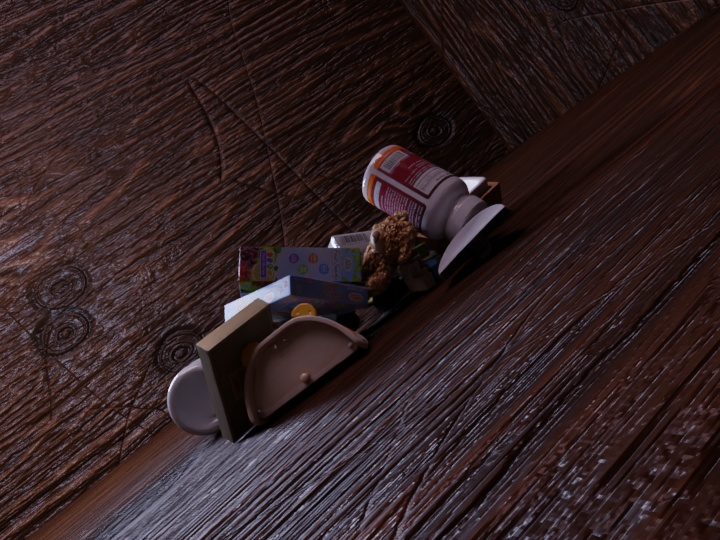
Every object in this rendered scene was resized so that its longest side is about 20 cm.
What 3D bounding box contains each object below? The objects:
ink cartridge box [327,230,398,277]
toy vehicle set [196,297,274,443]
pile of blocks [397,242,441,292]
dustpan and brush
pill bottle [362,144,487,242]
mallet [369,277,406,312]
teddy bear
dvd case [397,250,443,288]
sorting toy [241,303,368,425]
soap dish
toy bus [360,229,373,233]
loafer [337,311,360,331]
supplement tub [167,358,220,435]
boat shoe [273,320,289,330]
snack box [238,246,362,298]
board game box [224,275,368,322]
[{"bbox_3d":[0.000,0.000,1.234,0.159,0.047,0.200,-11,-32,-26],"label":"ink cartridge box"},{"bbox_3d":[-0.177,0.156,0.964,0.124,0.026,0.201,-39,-42,-38],"label":"toy vehicle set"},{"bbox_3d":[0.102,-0.019,1.084,0.082,0.062,0.200,-24,11,2],"label":"pile of blocks"},{"bbox_3d":[0.181,-0.048,0.967,0.140,0.057,0.200,-47,6,14],"label":"dustpan and brush"},{"bbox_3d":[0.109,-0.124,1.061,0.113,0.200,0.113,-39,-31,-29],"label":"pill bottle"},{"bbox_3d":[-0.005,0.066,1.172,0.199,0.041,0.066,-21,16,37],"label":"mallet"},{"bbox_3d":[0.030,-0.023,1.057,0.200,0.067,0.146,143,151,-75],"label":"teddy bear"},{"bbox_3d":[0.160,-0.034,1.276,0.200,0.022,0.146,-37,2,4],"label":"dvd case"},{"bbox_3d":[-0.078,0.136,0.975,0.200,0.107,0.180,-37,-17,8],"label":"sorting toy"},{"bbox_3d":[0.169,-0.105,1.204,0.157,0.081,0.200,-43,20,-11],"label":"soap dish"},{"bbox_3d":[0.014,-0.038,1.301,0.199,0.065,0.078,-17,-28,-41],"label":"toy bus"},{"bbox_3d":[-0.069,0.132,1.142,0.071,0.073,0.200,6,-30,-41],"label":"loafer"},{"bbox_3d":[-0.320,0.258,1.319,0.145,0.145,0.200,-38,3,-7],"label":"supplement tub"},{"bbox_3d":[-0.121,0.149,1.085,0.069,0.074,0.200,-18,-28,-20],"label":"boat shoe"},{"bbox_3d":[-0.106,0.019,1.079,0.199,0.068,0.169,2,-20,-9],"label":"snack box"},{"bbox_3d":[-0.108,0.057,1.025,0.151,0.037,0.200,10,-23,-38],"label":"board game box"}]
